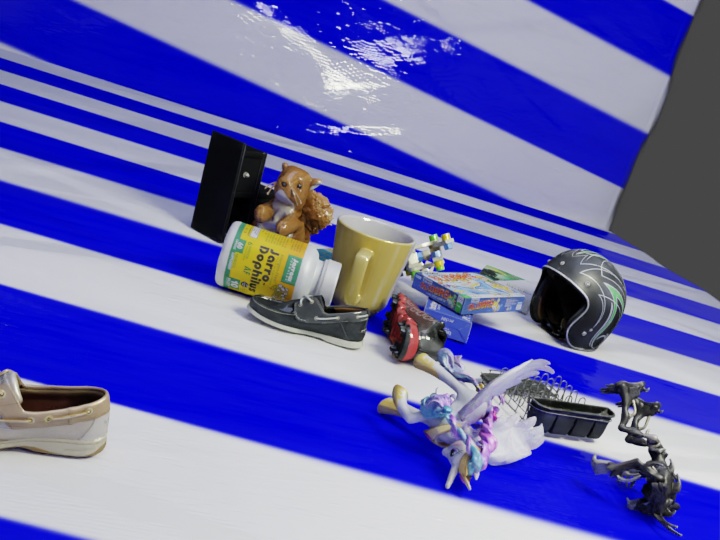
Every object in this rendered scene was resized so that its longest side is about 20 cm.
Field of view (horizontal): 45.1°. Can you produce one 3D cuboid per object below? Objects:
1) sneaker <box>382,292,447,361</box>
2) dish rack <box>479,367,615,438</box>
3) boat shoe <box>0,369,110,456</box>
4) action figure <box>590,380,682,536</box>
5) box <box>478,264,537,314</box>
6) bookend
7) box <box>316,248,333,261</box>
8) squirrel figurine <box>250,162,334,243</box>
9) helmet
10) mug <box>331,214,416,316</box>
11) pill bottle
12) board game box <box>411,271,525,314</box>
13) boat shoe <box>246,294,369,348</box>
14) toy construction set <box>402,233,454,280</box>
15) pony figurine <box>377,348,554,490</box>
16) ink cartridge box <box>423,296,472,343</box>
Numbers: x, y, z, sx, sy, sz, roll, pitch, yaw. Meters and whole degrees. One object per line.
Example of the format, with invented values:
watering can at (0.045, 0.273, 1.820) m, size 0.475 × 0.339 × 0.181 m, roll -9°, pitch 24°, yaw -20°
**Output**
sneaker at (0.093, 0.100, 1.463) m, size 0.096 × 0.072 × 0.201 m, roll 15°, pitch 17°, yaw -12°
dish rack at (0.286, 0.198, 1.375) m, size 0.151 × 0.055 × 0.200 m, roll 13°, pitch 15°, yaw -25°
boat shoe at (-0.338, 0.129, 0.831) m, size 0.197 × 0.070 × 0.074 m, roll 10°, pitch 16°, yaw -30°
action figure at (0.373, 0.259, 1.169) m, size 0.119 × 0.101 × 0.203 m, roll 41°, pitch 38°, yaw -43°
box at (0.343, 0.042, 2.047) m, size 0.142 × 0.037 × 0.200 m, roll 22°, pitch 14°, yaw 12°
bookend at (-0.231, -0.169, 1.783) m, size 0.091 × 0.202 × 0.199 m, roll 23°, pitch 14°, yaw 30°
box at (-0.040, -0.008, 1.731) m, size 0.081 × 0.050 × 0.199 m, roll 27°, pitch 17°, yaw 30°
squirrel figurine at (-0.140, -0.117, 1.729) m, size 0.140 × 0.190 × 0.199 m, roll 23°, pitch 15°, yaw 22°
helmet at (0.468, 0.053, 1.842) m, size 0.196 × 0.194 × 0.200 m, roll 17°, pitch 14°, yaw -4°
mug at (-0.003, -0.003, 1.553) m, size 0.148 × 0.156 × 0.185 m, roll 29°, pitch 18°, yaw 35°
pill bottle at (-0.136, -0.001, 1.464) m, size 0.196 × 0.115 × 0.113 m, roll 18°, pitch 14°, yaw -2°
board game box at (0.213, 0.042, 1.701) m, size 0.198 × 0.035 × 0.134 m, roll 0°, pitch 21°, yaw -46°
boat shoe at (-0.082, 0.066, 1.384) m, size 0.196 × 0.069 × 0.072 m, roll 15°, pitch 16°, yaw -8°
toy construction set at (0.119, -0.018, 1.783) m, size 0.129 × 0.094 × 0.200 m, roll -16°, pitch -17°, yaw -6°
pony figurine at (0.141, 0.183, 1.122) m, size 0.191 × 0.169 × 0.200 m, roll -25°, pitch 38°, yaw -21°
ink cartridge box at (0.171, 0.080, 1.681) m, size 0.092 × 0.045 × 0.200 m, roll 18°, pitch 15°, yaw 5°
